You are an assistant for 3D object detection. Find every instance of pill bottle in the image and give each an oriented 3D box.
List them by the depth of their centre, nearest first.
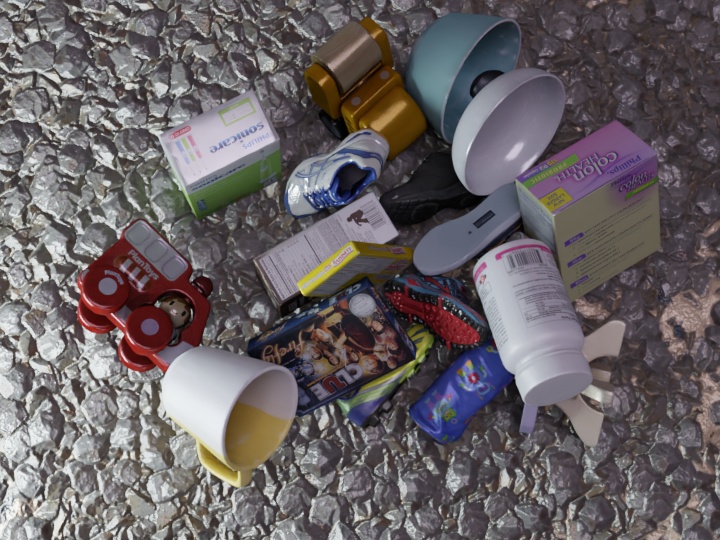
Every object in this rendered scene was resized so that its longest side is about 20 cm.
[{"bbox_3d":[0.230,0.070,1.333,0.113,0.114,0.201,-11,60,-6],"label":"pill bottle"}]

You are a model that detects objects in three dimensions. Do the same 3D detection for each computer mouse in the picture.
[{"bbox_3d":[0.218,-0.258,1.496,0.034,0.200,0.059,43,107,30],"label":"computer mouse"}]

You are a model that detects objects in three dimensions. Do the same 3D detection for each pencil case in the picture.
[{"bbox_3d":[0.161,0.162,1.436,0.087,0.078,0.200,45,99,11],"label":"pencil case"}]

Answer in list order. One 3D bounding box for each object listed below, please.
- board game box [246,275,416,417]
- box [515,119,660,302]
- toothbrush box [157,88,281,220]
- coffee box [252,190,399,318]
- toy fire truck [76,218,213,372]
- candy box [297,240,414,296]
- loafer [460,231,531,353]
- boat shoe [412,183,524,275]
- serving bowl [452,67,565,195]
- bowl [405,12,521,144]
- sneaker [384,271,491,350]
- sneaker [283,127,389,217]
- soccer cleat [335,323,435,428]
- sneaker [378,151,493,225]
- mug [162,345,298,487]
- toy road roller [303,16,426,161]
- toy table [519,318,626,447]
[{"bbox_3d":[-0.039,0.110,1.409,0.199,0.035,0.136,-29,114,16],"label":"board game box"},{"bbox_3d":[0.331,-0.081,1.447,0.175,0.200,0.097,-30,48,-8],"label":"box"},{"bbox_3d":[-0.194,-0.159,1.425,0.145,0.200,0.086,-28,84,-7],"label":"toothbrush box"},{"bbox_3d":[-0.051,-0.021,1.457,0.199,0.113,0.080,-31,82,-8],"label":"coffee box"},{"bbox_3d":[-0.301,0.039,1.440,0.200,0.112,0.168,42,62,2],"label":"toy fire truck"},{"bbox_3d":[0.000,0.000,1.403,0.102,0.200,0.026,-39,73,19],"label":"candy box"},{"bbox_3d":[0.211,0.041,1.477,0.063,0.072,0.201,21,105,-16],"label":"loafer"},{"bbox_3d":[0.169,-0.041,1.482,0.200,0.091,0.071,-33,60,-8],"label":"boat shoe"},{"bbox_3d":[0.201,-0.207,1.435,0.200,0.200,0.066,-41,59,-10],"label":"serving bowl"},{"bbox_3d":[0.141,-0.302,1.493,0.105,0.201,0.201,35,79,22],"label":"bowl"},{"bbox_3d":[0.125,0.042,1.436,0.095,0.200,0.080,-26,126,-28],"label":"sneaker"},{"bbox_3d":[-0.045,-0.126,1.442,0.075,0.200,0.088,38,38,-23],"label":"sneaker"},{"bbox_3d":[0.042,0.137,1.466,0.084,0.065,0.200,36,79,11],"label":"soccer cleat"},{"bbox_3d":[0.104,-0.129,1.499,0.199,0.076,0.091,-16,70,-33],"label":"sneaker"},{"bbox_3d":[-0.197,0.193,1.379,0.153,0.149,0.188,21,88,32],"label":"mug"},{"bbox_3d":[0.017,-0.251,1.459,0.123,0.200,0.146,-43,66,-8],"label":"toy road roller"},{"bbox_3d":[0.302,0.146,1.434,0.116,0.184,0.201,12,110,10],"label":"toy table"}]
